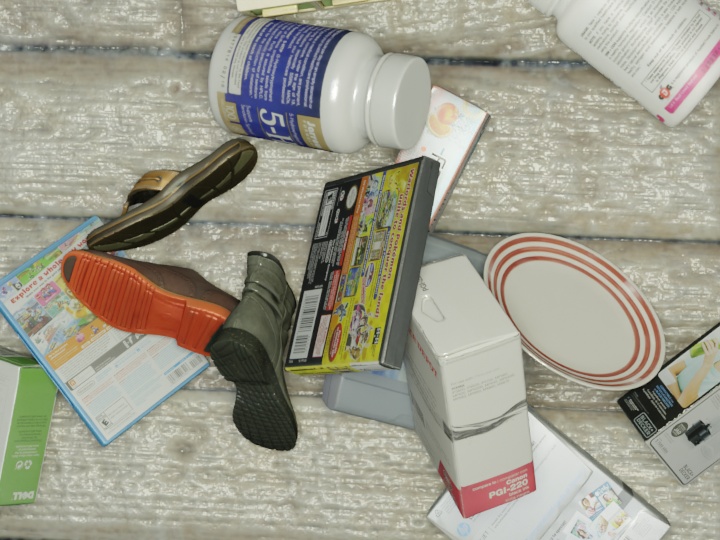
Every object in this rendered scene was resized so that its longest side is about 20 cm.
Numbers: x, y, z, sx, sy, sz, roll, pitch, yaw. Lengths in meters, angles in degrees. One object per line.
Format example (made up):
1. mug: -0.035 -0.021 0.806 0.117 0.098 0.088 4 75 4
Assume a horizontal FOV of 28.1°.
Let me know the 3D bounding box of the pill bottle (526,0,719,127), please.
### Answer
1. pill bottle: 0.264 -0.244 1.407 0.200 0.113 0.114 39 96 3

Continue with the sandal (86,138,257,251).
1. sandal: -0.199 -0.083 1.486 0.199 0.082 0.055 -36 72 8

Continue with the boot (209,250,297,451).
1. boot: -0.089 0.084 1.473 0.067 0.201 0.131 5 49 18

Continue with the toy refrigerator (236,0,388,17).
1. toy refrigerator: -0.025 -0.299 1.455 0.198 0.076 0.071 -6 92 6

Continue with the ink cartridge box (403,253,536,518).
1. ink cartridge box: 0.098 0.108 1.372 0.084 0.146 0.201 -19 127 -9

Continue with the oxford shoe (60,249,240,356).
1. oxford shoe: -0.213 0.025 1.491 0.199 0.073 0.072 25 121 -4

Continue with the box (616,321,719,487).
1. box: 0.363 0.112 1.411 0.200 0.117 0.060 -39 46 8

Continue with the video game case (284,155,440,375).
1. video game case: 0.000 0.000 1.385 0.025 0.180 0.202 20 75 -29

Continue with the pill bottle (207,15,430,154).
1. pill bottle: -0.038 -0.179 1.415 0.198 0.119 0.121 12 94 24

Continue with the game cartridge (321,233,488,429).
1. game cartridge: 0.045 0.061 1.439 0.041 0.132 0.201 40 109 48

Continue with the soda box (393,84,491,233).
1. soda box: 0.059 -0.083 1.459 0.063 0.068 0.201 28 96 7

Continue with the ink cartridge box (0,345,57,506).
1. ink cartridge box: -0.385 0.186 1.506 0.103 0.059 0.202 14 94 36

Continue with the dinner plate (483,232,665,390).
1. dinner plate: 0.206 0.043 1.405 0.199 0.200 0.024 34 129 3

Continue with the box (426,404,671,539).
1. box: 0.191 0.254 1.477 0.199 0.041 0.156 38 96 2

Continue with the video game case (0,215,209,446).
1. video game case: -0.271 0.061 1.493 0.143 0.018 0.201 -37 89 -25
